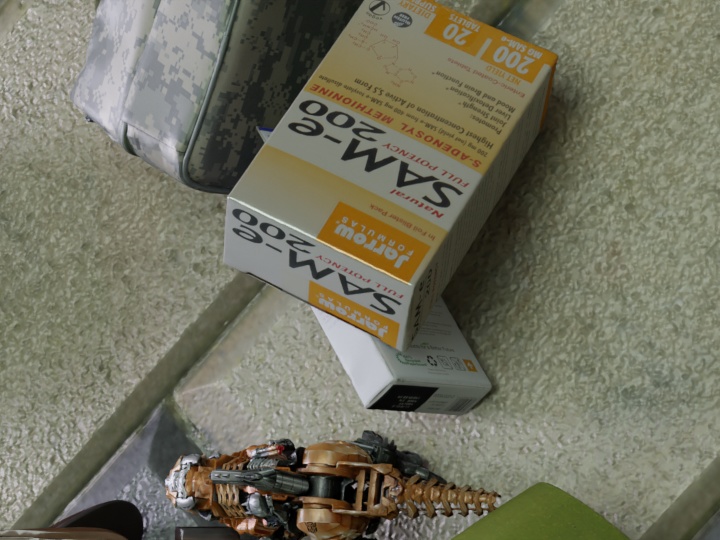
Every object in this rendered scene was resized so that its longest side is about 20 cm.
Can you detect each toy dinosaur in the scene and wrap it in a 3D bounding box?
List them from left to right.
[{"bbox_3d":[-0.015,0.141,1.406,0.199,0.136,0.103,23,86,32],"label":"toy dinosaur"}]

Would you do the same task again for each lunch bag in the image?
[{"bbox_3d":[-0.098,-0.165,1.522,0.167,0.139,0.201,28,105,35],"label":"lunch bag"}]

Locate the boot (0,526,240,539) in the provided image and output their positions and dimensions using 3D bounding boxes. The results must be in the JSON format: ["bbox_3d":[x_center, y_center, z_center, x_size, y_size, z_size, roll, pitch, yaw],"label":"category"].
[{"bbox_3d":[-0.151,0.231,1.452,0.199,0.070,0.147,0,86,-1],"label":"boot"}]

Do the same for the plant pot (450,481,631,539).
[{"bbox_3d":[0.076,0.225,1.323,0.187,0.187,0.200,32,77,32],"label":"plant pot"}]

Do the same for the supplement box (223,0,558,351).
[{"bbox_3d":[0.019,-0.067,1.416,0.126,0.074,0.200,25,57,11],"label":"supplement box"}]

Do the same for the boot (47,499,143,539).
[{"bbox_3d":[-0.262,0.185,1.574,0.186,0.064,0.200,-35,32,-22],"label":"boot"}]

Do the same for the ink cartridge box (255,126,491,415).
[{"bbox_3d":[0.000,0.000,1.461,0.037,0.094,0.201,-43,59,29],"label":"ink cartridge box"}]
